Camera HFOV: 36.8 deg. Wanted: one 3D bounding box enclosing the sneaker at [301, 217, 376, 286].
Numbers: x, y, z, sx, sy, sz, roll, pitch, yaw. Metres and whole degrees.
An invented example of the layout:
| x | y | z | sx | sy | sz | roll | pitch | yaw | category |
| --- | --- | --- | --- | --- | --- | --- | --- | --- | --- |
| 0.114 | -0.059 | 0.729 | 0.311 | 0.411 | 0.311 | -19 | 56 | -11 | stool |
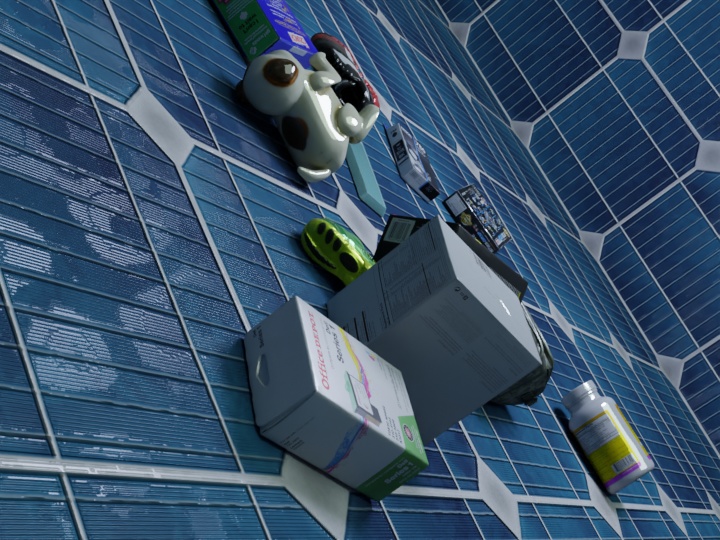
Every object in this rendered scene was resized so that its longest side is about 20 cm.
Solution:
| x | y | z | sx | sy | sz | roll | pitch | yaw | category |
| --- | --- | --- | --- | --- | --- | --- | --- | --- | --- |
| 0.000 | 0.000 | 1.529 | 0.201 | 0.074 | 0.084 | 51 | 23 | -7 | sneaker |

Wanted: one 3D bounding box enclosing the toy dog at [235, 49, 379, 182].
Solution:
| x | y | z | sx | sy | sz | roll | pitch | yaw | category |
| --- | --- | --- | --- | --- | --- | --- | --- | --- | --- |
| -0.101 | -0.250 | 1.673 | 0.200 | 0.138 | 0.196 | 45 | 56 | -27 | toy dog |

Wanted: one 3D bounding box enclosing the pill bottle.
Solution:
| x | y | z | sx | sy | sz | roll | pitch | yaw | category |
| --- | --- | --- | --- | --- | --- | --- | --- | --- | --- |
| 0.465 | 0.315 | 2.063 | 0.202 | 0.104 | 0.104 | 60 | 20 | 17 | pill bottle |

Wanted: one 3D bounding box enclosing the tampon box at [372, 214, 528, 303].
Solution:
| x | y | z | sx | sy | sz | roll | pitch | yaw | category |
| --- | --- | --- | --- | --- | --- | --- | --- | --- | --- |
| 0.128 | 0.023 | 1.624 | 0.148 | 0.128 | 0.199 | 11 | -17 | 45 | tampon box |

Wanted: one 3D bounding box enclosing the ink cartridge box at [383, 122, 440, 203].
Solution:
| x | y | z | sx | sy | sz | roll | pitch | yaw | category |
| --- | --- | --- | --- | --- | --- | --- | --- | --- | --- |
| 0.107 | -0.238 | 2.265 | 0.099 | 0.039 | 0.202 | 38 | 23 | -37 | ink cartridge box |

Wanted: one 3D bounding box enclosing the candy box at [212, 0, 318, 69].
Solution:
| x | y | z | sx | sy | sz | roll | pitch | yaw | category |
| --- | --- | --- | --- | --- | --- | --- | --- | --- | --- |
| -0.175 | -0.440 | 1.873 | 0.202 | 0.077 | 0.169 | 57 | 18 | 13 | candy box |

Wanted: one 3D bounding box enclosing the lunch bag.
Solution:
| x | y | z | sx | sy | sz | roll | pitch | yaw | category |
| --- | --- | --- | --- | --- | --- | --- | --- | --- | --- |
| 0.230 | 0.118 | 1.805 | 0.202 | 0.138 | 0.168 | 65 | 5 | 29 | lunch bag |

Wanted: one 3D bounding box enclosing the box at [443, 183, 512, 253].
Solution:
| x | y | z | sx | sy | sz | roll | pitch | yaw | category |
| --- | --- | --- | --- | --- | --- | --- | --- | --- | --- |
| 0.265 | -0.111 | 2.413 | 0.160 | 0.046 | 0.200 | 55 | 18 | 2 | box |

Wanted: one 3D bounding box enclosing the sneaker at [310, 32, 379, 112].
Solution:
| x | y | z | sx | sy | sz | roll | pitch | yaw | category |
| --- | --- | --- | --- | --- | --- | --- | --- | --- | --- |
| -0.038 | -0.381 | 2.110 | 0.202 | 0.070 | 0.098 | 56 | 16 | 3 | sneaker |

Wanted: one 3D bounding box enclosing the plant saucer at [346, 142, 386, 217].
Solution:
| x | y | z | sx | sy | sz | roll | pitch | yaw | category |
| --- | --- | --- | --- | --- | --- | --- | --- | --- | --- |
| 0.003 | -0.182 | 1.946 | 0.070 | 0.019 | 0.202 | 37 | 24 | -41 | plant saucer |

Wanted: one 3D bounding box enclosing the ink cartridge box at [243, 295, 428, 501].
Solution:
| x | y | z | sx | sy | sz | roll | pitch | yaw | category |
| --- | --- | --- | --- | --- | --- | --- | --- | --- | --- |
| -0.027 | 0.143 | 1.195 | 0.199 | 0.084 | 0.146 | 38 | 24 | -38 | ink cartridge box |

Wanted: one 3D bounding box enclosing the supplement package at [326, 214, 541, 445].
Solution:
| x | y | z | sx | sy | sz | roll | pitch | yaw | category |
| --- | --- | --- | --- | --- | --- | --- | --- | --- | --- |
| 0.092 | 0.080 | 1.416 | 0.191 | 0.199 | 0.148 | 43 | 20 | -30 | supplement package |
